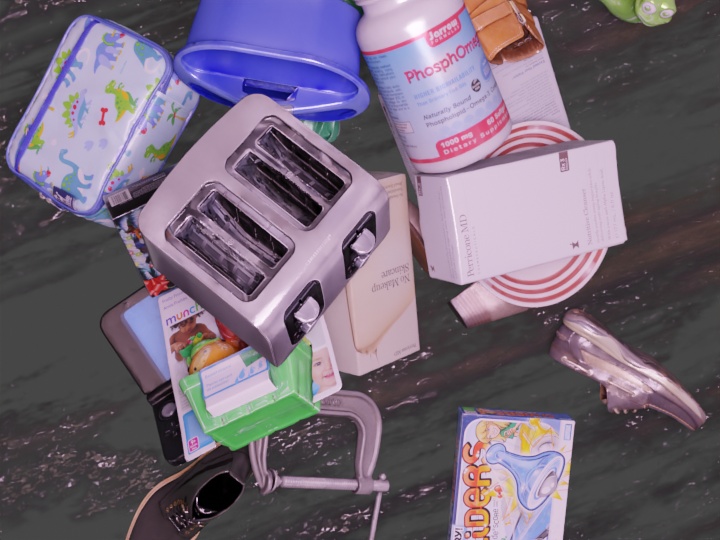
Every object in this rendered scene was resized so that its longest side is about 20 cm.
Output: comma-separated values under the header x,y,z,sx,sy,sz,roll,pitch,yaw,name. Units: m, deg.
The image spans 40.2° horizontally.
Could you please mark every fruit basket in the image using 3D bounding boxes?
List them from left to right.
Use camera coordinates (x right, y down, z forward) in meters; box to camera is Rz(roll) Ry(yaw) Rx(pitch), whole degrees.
x,y,z,sx,sy,sz,roll,pitch,yaw,name
-0.122,0.070,1.011,0.184,0.094,0.201,-25,62,13,fruit basket

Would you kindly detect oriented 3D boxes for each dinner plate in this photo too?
x,y,z,sx,sy,sz,roll,pitch,yaw,name
0.188,-0.061,1.073,0.199,0.024,0.202,-3,97,-22,dinner plate

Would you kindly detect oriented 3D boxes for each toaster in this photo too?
x,y,z,sx,sy,sz,roll,pitch,yaw,name
-0.091,-0.044,0.913,0.200,0.119,0.181,38,75,8,toaster

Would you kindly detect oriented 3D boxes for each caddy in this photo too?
x,y,z,sx,sy,sz,roll,pitch,yaw,name
-0.085,-0.205,0.986,0.198,0.141,0.106,9,74,1,caddy

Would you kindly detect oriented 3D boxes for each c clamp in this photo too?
x,y,z,sx,sy,sz,roll,pitch,yaw,name
-0.043,0.216,1.111,0.199,0.027,0.172,16,84,-31,c clamp

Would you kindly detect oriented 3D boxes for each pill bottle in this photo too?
x,y,z,sx,sy,sz,roll,pitch,yaw,name
0.062,-0.203,0.941,0.108,0.109,0.201,-27,113,0,pill bottle

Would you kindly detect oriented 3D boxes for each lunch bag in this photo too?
x,y,z,sx,sy,sz,roll,pitch,yaw,name
-0.278,-0.160,1.048,0.160,0.082,0.201,32,93,25,lunch bag

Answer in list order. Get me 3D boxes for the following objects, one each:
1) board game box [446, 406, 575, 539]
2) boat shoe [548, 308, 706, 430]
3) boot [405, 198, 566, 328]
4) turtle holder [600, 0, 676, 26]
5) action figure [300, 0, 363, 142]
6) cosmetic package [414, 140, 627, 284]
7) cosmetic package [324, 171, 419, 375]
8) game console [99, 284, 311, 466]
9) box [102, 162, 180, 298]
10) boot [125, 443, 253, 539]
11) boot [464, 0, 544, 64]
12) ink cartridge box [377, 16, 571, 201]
x,y,z,sx,sy,sz,roll,pitch,yaw,name
0.173,0.266,1.158,0.134,0.034,0.202,4,95,-3,board game box
0.304,0.125,1.140,0.199,0.074,0.074,36,103,3,boat shoe
0.137,-0.038,1.116,0.146,0.070,0.201,-35,97,-6,boot
0.262,-0.354,1.035,0.140,0.132,0.187,6,85,-21,turtle holder
-0.052,-0.213,1.089,0.117,0.055,0.202,5,91,-5,action figure
0.163,-0.063,1.007,0.199,0.081,0.114,-16,103,-21,cosmetic package
0.000,0.000,1.069,0.103,0.073,0.202,-20,109,-42,cosmetic package
-0.170,0.081,1.085,0.199,0.176,0.117,-34,125,1,game console
-0.157,-0.063,1.048,0.199,0.137,0.040,-26,54,-10,box
-0.197,0.269,1.087,0.077,0.138,0.200,40,93,-6,boot
0.149,-0.295,1.027,0.156,0.199,0.077,52,134,13,boot
0.138,-0.145,1.076,0.199,0.041,0.201,-30,112,-18,ink cartridge box
